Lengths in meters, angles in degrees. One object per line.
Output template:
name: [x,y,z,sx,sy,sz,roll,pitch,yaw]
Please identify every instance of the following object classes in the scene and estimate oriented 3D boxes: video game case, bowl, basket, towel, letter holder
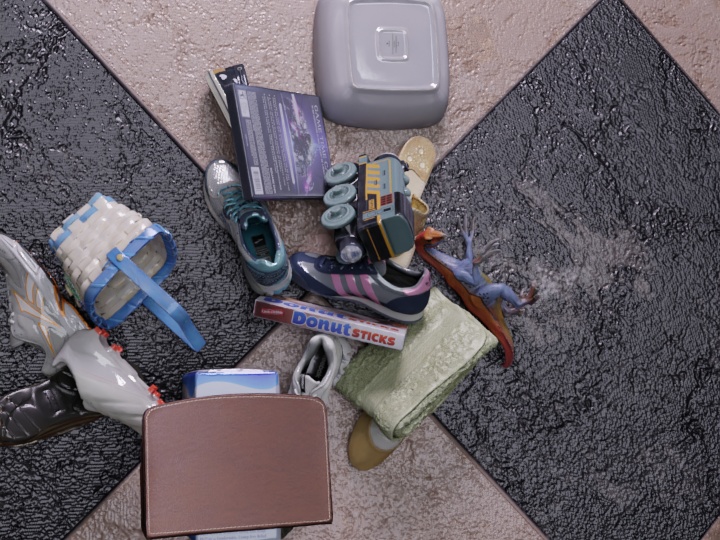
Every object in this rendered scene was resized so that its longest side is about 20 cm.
video game case: [-0.100,-0.164,1.340,0.019,0.199,0.145,-11,88,29]
bowl: [0.036,-0.303,1.437,0.197,0.075,0.203,-1,85,-14]
basket: [-0.276,0.016,1.267,0.199,0.177,0.139,36,74,12]
towel: [0.071,0.120,1.369,0.200,0.148,0.037,-43,139,-12]
letter holder: [-0.139,0.208,1.124,0.198,0.101,0.144,-1,82,-15]

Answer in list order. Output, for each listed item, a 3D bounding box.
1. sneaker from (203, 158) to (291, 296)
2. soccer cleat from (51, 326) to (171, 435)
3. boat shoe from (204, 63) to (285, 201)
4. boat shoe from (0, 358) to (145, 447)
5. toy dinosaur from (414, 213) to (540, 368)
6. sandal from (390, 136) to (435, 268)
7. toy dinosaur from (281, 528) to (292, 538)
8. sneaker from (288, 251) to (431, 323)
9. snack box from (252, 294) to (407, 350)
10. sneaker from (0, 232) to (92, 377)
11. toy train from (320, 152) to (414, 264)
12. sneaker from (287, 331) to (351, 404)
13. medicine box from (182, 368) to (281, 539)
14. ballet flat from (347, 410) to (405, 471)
sneaker: [-0.143,-0.070,1.339,0.077,0.086,0.201,-27,73,-14]
soccer cleat: [-0.285,0.155,1.231,0.078,0.069,0.200,-43,78,-5]
boat shoe: [-0.138,-0.187,1.375,0.062,0.075,0.201,-28,85,-6]
boat shoe: [-0.367,0.164,1.273,0.198,0.074,0.076,-15,73,-34]
toy dinosaur: [0.153,0.016,1.413,0.179,0.105,0.202,14,82,-9]
sandal: [0.061,-0.090,1.418,0.077,0.070,0.214,19,79,-12]
toy dinosaur: [-0.097,0.310,1.305,0.047,0.201,0.089,15,43,2]
sneaker: [0.000,0.000,1.368,0.198,0.083,0.070,17,37,-1]
snack box: [-0.038,0.066,1.343,0.198,0.072,0.025,13,99,4]
sneaker: [-0.413,0.045,1.277,0.092,0.076,0.201,-38,92,-11]
toy train: [0.013,-0.084,1.348,0.113,0.201,0.086,-14,125,11]
sneaker: [-0.071,0.173,1.335,0.074,0.081,0.202,15,85,8]
medicine box: [-0.162,0.224,1.261,0.102,0.182,0.203,0,83,-15]
ballet flat: [0.055,0.184,1.385,0.068,0.063,0.201,40,76,-10]
